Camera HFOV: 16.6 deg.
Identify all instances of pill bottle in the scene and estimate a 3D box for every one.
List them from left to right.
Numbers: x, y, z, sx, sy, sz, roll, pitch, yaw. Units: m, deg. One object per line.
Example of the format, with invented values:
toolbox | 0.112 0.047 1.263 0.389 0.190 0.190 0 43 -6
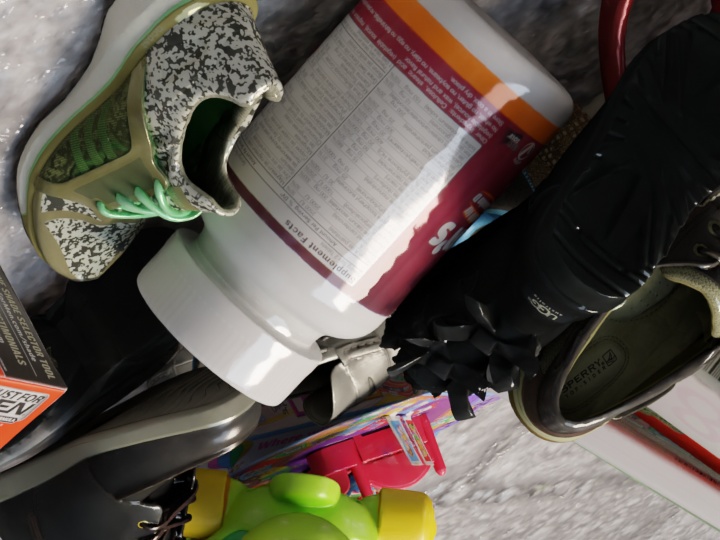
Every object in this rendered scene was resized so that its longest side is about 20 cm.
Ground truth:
pill bottle | -0.005 -0.039 1.146 0.200 0.110 0.110 -48 152 9

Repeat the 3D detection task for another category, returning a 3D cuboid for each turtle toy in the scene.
turtle toy | -0.035 0.163 1.299 0.145 0.101 0.200 6 158 -1

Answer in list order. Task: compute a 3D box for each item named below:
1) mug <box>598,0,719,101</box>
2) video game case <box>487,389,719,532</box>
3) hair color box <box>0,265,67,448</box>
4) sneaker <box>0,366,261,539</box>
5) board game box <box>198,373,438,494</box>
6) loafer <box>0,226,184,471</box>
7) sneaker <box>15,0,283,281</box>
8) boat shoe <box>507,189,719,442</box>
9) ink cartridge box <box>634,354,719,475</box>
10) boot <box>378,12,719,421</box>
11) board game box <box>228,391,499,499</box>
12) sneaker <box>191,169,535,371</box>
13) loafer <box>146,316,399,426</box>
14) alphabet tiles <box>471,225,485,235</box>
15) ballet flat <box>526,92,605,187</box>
mug | 0.202 -0.093 1.268 0.200 0.177 0.133 -64 172 25
video game case | 0.164 0.100 1.460 0.022 0.200 0.182 -61 171 7
hair color box | -0.239 0.073 1.139 0.200 0.102 0.061 -41 152 18
sneaker | -0.101 0.119 1.231 0.200 0.106 0.075 -24 -173 45
board game box | -0.042 0.111 1.493 0.200 0.034 0.135 -11 148 -36
loafer | -0.156 0.058 1.238 0.200 0.073 0.072 -30 159 0
sneaker | -0.091 -0.048 1.096 0.077 0.089 0.200 -11 148 -36
boat shoe | 0.158 0.011 1.174 0.201 0.072 0.066 -41 -167 -5
ink cartridge box | 0.147 0.057 1.311 0.057 0.162 0.200 -48 165 -23
boot | 0.101 -0.024 1.157 0.198 0.073 0.162 -51 -172 -33
board game box | 0.001 0.116 1.396 0.158 0.039 0.200 -26 168 19
sneaker | 0.000 0.000 1.240 0.200 0.082 0.073 -44 175 4
loafer | -0.018 0.050 1.324 0.200 0.070 0.070 -6 158 -17
alphabet tiles | 0.049 0.012 1.379 0.166 0.006 0.200 -7 159 -20
ballet flat | 0.167 -0.070 1.367 0.200 0.071 0.065 -7 131 -47
